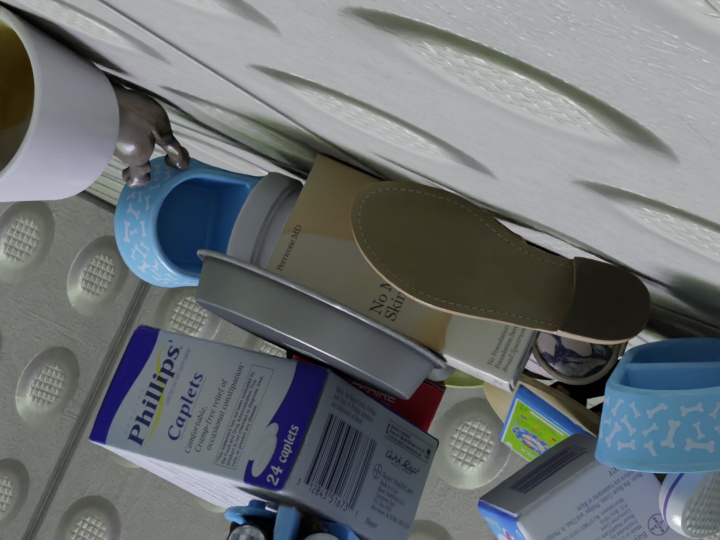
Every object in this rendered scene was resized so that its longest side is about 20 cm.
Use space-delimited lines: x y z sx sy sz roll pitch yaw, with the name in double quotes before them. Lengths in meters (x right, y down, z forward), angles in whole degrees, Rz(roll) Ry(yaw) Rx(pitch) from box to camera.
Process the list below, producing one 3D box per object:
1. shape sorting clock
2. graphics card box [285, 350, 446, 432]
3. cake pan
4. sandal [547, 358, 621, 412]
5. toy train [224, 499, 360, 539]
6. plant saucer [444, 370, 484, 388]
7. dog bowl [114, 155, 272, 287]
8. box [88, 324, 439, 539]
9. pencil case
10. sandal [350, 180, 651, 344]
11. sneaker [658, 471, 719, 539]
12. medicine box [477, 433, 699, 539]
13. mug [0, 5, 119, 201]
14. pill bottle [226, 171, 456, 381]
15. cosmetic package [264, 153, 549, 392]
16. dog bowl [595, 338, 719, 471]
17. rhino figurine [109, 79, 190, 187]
"shape sorting clock" 0.184 0.145 1.782 0.200 0.039 0.200 34 161 14
"graphics card box" 0.001 0.078 1.864 0.125 0.051 0.200 21 -173 -6
"cake pan" -0.035 0.043 1.607 0.200 0.037 0.200 24 174 3
"sandal" 0.191 0.106 1.818 0.048 0.075 0.200 67 161 1
"toy train" -0.041 0.231 1.681 0.114 0.087 0.200 5 162 13
"plant saucer" 0.054 0.028 1.944 0.200 0.031 0.200 21 146 15
"dog bowl" -0.106 -0.033 1.849 0.200 0.112 0.050 9 179 -33
"box" -0.073 0.133 1.734 0.200 0.105 0.184 11 164 35
"pencil case" 0.159 0.050 1.749 0.089 0.078 0.200 5 178 -4
"sandal" 0.091 0.004 1.500 0.212 0.078 0.070 19 171 2
"sneaker" 0.233 0.118 1.562 0.114 0.073 0.200 19 -149 27
"medicine box" 0.192 0.229 1.619 0.200 0.103 0.182 56 174 -1
"mug" -0.261 -0.134 1.652 0.149 0.187 0.153 -14 168 25
"pill bottle" 0.000 0.000 1.767 0.200 0.116 0.116 24 177 16
"cosmetic package" 0.041 0.002 1.618 0.200 0.105 0.071 23 174 9
"dog bowl" 0.214 0.084 1.439 0.111 0.050 0.200 -2 -172 14
"rhino figurine" -0.236 -0.135 1.785 0.200 0.060 0.087 24 159 17
